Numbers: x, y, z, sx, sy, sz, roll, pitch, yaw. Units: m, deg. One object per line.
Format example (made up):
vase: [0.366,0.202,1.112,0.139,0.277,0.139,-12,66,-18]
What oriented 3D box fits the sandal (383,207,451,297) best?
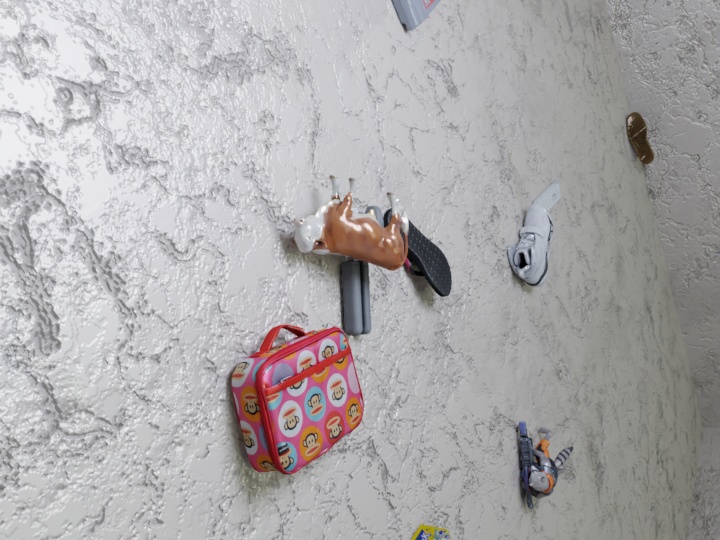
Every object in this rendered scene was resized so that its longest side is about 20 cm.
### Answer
sandal: [0.101,-0.031,1.176,0.200,0.044,0.076,47,46,-21]

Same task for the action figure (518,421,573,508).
action figure: [0.430,0.440,1.502,0.192,0.102,0.207,-28,111,-59]

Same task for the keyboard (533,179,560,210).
keyboard: [0.504,-0.189,1.727,0.199,0.010,0.058,-36,115,-47]

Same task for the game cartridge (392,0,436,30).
game cartridge: [0.110,-0.570,1.239,0.135,0.040,0.202,56,46,-27]

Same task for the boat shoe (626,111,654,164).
boat shoe: [1.051,-0.503,2.432,0.204,0.071,0.072,61,13,-13]

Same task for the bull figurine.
bull figurine: [-0.011,-0.068,0.956,0.195,0.065,0.126,17,86,-28]

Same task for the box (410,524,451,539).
box: [0.143,0.562,1.147,0.070,0.063,0.206,-37,114,-46]

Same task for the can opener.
can opener: [0.000,0.000,1.022,0.052,0.065,0.208,1,90,-52]

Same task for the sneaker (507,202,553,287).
sneaker: [0.409,-0.069,1.541,0.114,0.073,0.208,14,79,-53]

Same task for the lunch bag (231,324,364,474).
lunch bag: [-0.085,0.161,0.886,0.198,0.080,0.182,-21,99,-52]
